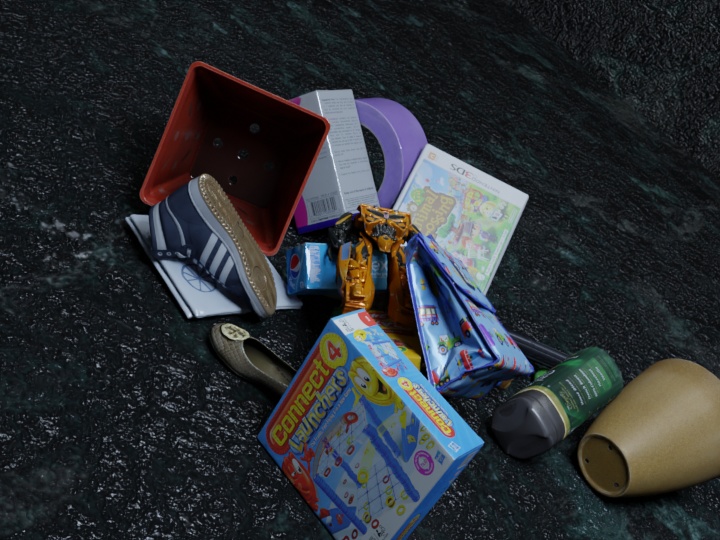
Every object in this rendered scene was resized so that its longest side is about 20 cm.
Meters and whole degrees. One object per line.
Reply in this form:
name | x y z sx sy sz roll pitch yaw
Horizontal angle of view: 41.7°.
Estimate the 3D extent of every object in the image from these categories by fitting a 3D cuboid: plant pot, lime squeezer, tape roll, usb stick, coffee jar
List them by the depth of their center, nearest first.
coffee jar | 0.275 0.185 1.325 0.200 0.104 0.086 -25 81 -41
plant pot | -0.170 -0.161 1.335 0.199 0.201 0.176 23 8 -7
plant pot | 0.410 0.246 1.356 0.199 0.187 0.187 -17 55 -34
lime squeezer | 0.266 0.177 1.443 0.070 0.038 0.200 0 32 7
usb stick | 0.279 0.128 1.448 0.199 0.033 0.055 23 3 -24
tape roll | 0.007 -0.177 1.531 0.200 0.200 0.085 45 31 20

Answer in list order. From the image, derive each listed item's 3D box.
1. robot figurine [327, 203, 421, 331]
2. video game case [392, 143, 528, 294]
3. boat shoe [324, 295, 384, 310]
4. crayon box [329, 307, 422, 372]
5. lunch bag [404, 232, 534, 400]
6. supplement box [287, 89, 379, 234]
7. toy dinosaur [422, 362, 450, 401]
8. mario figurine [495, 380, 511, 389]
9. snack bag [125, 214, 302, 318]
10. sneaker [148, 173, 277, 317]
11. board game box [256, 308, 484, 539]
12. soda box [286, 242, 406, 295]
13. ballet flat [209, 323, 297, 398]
robot figurine | 0.029 -0.013 1.228 0.144 0.058 0.201 10 44 -9
video game case | 0.139 -0.073 1.437 0.181 0.022 0.201 27 69 1
boat shoe | 0.014 0.019 1.390 0.199 0.063 0.073 16 34 -27
crayon box | 0.016 0.101 1.171 0.126 0.051 0.200 4 16 4
lunch bag | 0.114 0.048 1.162 0.150 0.094 0.201 22 43 -62
supplement box | -0.055 -0.169 1.461 0.103 0.101 0.201 -19 97 -54
toy dinosaur | 0.055 0.146 1.225 0.135 0.103 0.200 31 47 31
mario figurine | 0.138 0.088 1.355 0.199 0.123 0.106 29 50 -16
snack bag | -0.194 -0.009 1.275 0.199 0.021 0.189 -4 47 -50
sneaker | -0.192 -0.016 1.208 0.201 0.108 0.070 62 20 -17
board game box | 0.002 0.181 1.008 0.056 0.200 0.196 -13 53 -49
soda box | 0.000 0.000 1.316 0.199 0.068 0.065 2 81 -28
ballet flat | -0.099 0.124 1.145 0.200 0.046 0.067 40 30 12
